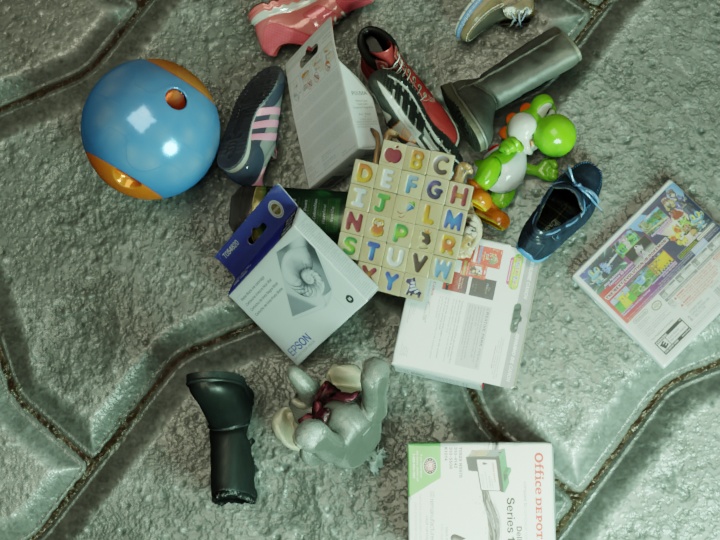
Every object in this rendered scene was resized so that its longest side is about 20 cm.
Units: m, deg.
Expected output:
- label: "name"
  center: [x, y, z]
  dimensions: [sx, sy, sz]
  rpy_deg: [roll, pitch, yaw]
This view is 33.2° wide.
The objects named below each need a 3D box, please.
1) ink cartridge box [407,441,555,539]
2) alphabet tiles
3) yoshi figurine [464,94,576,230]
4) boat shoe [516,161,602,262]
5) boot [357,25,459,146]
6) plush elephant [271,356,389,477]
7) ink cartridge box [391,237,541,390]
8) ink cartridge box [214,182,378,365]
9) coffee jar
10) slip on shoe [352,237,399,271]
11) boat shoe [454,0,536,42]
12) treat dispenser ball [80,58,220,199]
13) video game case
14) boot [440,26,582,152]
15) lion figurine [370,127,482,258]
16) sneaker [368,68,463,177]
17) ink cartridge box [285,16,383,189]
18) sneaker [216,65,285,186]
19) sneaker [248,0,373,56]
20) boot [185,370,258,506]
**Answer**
- label: "ink cartridge box"
  center: [0.166, 0.306, 1.641]
  dimensions: [0.198, 0.084, 0.148]
  rpy_deg: [-2, 79, 7]
- label: "alphabet tiles"
  center: [0.058, -0.066, 1.617]
  dimensions: [0.165, 0.006, 0.202]
  rpy_deg: [14, 100, 12]
- label: "yoshi figurine"
  center: [0.235, -0.157, 1.719]
  dimensions: [0.112, 0.112, 0.201]
  rpy_deg: [34, 82, -4]
- label: "boat shoe"
  center: [0.290, -0.088, 1.673]
  dimensions: [0.084, 0.069, 0.201]
  rpy_deg: [29, 54, 8]
- label: "boot"
  center: [0.066, -0.257, 1.735]
  dimensions: [0.072, 0.144, 0.200]
  rpy_deg: [-40, 79, -4]
- label: "plush elephant"
  center: [-0.045, 0.190, 1.664]
  dimensions: [0.154, 0.201, 0.165]
  rpy_deg: [32, 70, 34]
- label: "ink cartridge box"
  center: [0.150, 0.058, 1.691]
  dimensions: [0.174, 0.084, 0.202]
  rpy_deg: [12, 80, 8]
- label: "ink cartridge box"
  center: [-0.101, 0.010, 1.671]
  dimensions: [0.200, 0.200, 0.041]
  rpy_deg: [46, 44, 0]
- label: "coffee jar"
  center: [-0.087, -0.074, 1.738]
  dimensions: [0.198, 0.104, 0.086]
  rpy_deg: [4, 84, 7]
- label: "slip on shoe"
  center: [0.000, 0.000, 1.703]
  dimensions: [0.200, 0.076, 0.061]
  rpy_deg: [-46, 50, 32]
- label: "boat shoe"
  center: [0.226, -0.399, 1.778]
  dimensions: [0.200, 0.072, 0.072]
  rpy_deg: [-42, 78, -2]
- label: "treat dispenser ball"
  center: [-0.301, -0.204, 1.742]
  dimensions: [0.199, 0.201, 0.203]
  rpy_deg: [-1, 79, 7]
- label: "video game case"
  center: [0.430, 0.004, 1.699]
  dimensions: [0.200, 0.023, 0.182]
  rpy_deg: [-44, 77, -1]
- label: "boot"
  center: [0.225, -0.262, 1.725]
  dimensions: [0.198, 0.073, 0.183]
  rpy_deg: [-20, 40, 1]
- label: "lion figurine"
  center: [0.082, -0.105, 1.646]
  dimensions: [0.198, 0.072, 0.123]
  rpy_deg: [24, 89, 4]
- label: "sneaker"
  center: [0.063, -0.193, 1.703]
  dimensions: [0.080, 0.074, 0.201]
  rpy_deg: [-22, 119, 31]
- label: "ink cartridge box"
  center: [-0.042, -0.238, 1.741]
  dimensions: [0.047, 0.160, 0.202]
  rpy_deg: [-4, 75, -30]
- label: "sneaker"
  center: [-0.150, -0.210, 1.801]
  dimensions: [0.070, 0.082, 0.201]
  rpy_deg: [0, 57, 36]
- label: "sneaker"
  center: [-0.066, -0.376, 1.823]
  dimensions: [0.198, 0.074, 0.088]
  rpy_deg: [-14, 91, 8]
- label: "boot"
  center: [-0.186, 0.232, 1.649]
  dimensions: [0.073, 0.198, 0.164]
  rpy_deg: [-4, 72, 9]
